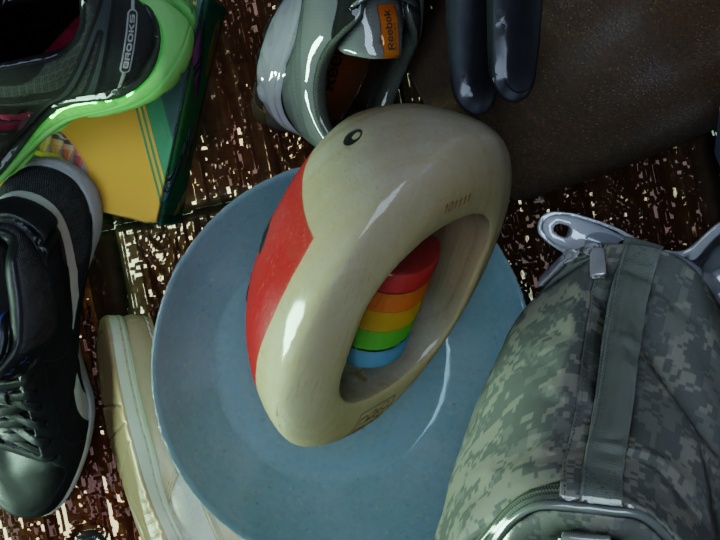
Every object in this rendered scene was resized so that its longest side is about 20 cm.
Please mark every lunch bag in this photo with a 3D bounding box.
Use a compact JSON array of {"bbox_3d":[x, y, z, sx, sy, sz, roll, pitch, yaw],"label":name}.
[{"bbox_3d":[0.109,0.103,0.831,0.138,0.201,0.169,9,127,9],"label":"lunch bag"}]

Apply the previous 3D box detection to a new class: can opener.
[{"bbox_3d":[0.056,-0.168,0.812,0.078,0.063,0.202,3,86,-24],"label":"can opener"}]

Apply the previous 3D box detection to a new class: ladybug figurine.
[{"bbox_3d":[0.000,0.000,0.847,0.072,0.135,0.201,43,135,22],"label":"ladybug figurine"}]

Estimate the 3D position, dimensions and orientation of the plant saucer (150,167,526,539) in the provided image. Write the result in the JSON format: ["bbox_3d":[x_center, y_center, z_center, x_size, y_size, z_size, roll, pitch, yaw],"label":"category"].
[{"bbox_3d":[-0.011,0.046,0.940,0.199,0.039,0.203,0,92,-15],"label":"plant saucer"}]

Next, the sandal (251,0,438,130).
[{"bbox_3d":[0.017,-0.147,0.929,0.054,0.080,0.201,37,102,15],"label":"sandal"}]

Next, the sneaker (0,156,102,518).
[{"bbox_3d":[-0.181,0.052,0.917,0.072,0.112,0.202,12,114,10],"label":"sneaker"}]

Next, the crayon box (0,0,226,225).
[{"bbox_3d":[-0.180,-0.103,0.965,0.198,0.058,0.120,13,94,6],"label":"crayon box"}]

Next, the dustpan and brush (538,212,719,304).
[{"bbox_3d":[0.182,0.012,0.915,0.198,0.057,0.141,21,94,6],"label":"dustpan and brush"}]

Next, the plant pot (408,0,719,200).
[{"bbox_3d":[0.126,-0.129,0.880,0.200,0.187,0.187,-39,87,18],"label":"plant pot"}]

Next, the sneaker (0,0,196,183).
[{"bbox_3d":[-0.169,-0.096,0.871,0.199,0.084,0.077,-26,46,27],"label":"sneaker"}]

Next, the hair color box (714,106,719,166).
[{"bbox_3d":[0.263,-0.080,0.835,0.199,0.099,0.061,-25,79,6],"label":"hair color box"}]

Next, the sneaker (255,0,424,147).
[{"bbox_3d":[0.006,-0.146,0.846,0.073,0.079,0.202,-2,118,-25],"label":"sneaker"}]

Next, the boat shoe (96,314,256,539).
[{"bbox_3d":[-0.083,0.114,0.960,0.069,0.074,0.202,-17,86,-16],"label":"boat shoe"}]
